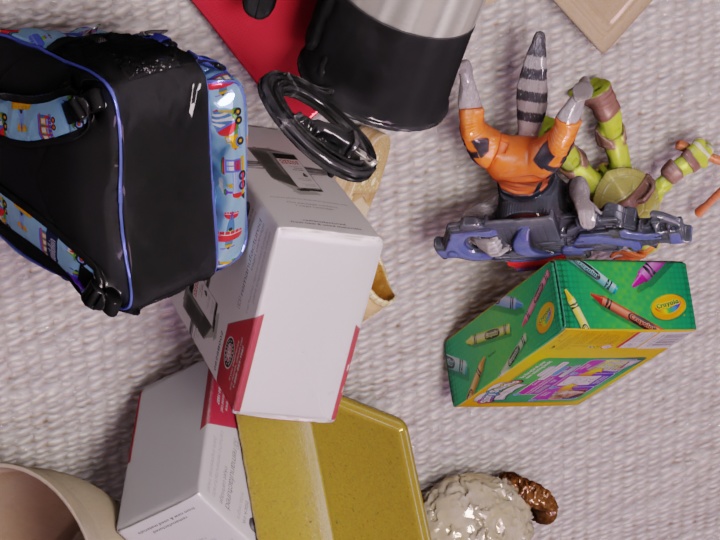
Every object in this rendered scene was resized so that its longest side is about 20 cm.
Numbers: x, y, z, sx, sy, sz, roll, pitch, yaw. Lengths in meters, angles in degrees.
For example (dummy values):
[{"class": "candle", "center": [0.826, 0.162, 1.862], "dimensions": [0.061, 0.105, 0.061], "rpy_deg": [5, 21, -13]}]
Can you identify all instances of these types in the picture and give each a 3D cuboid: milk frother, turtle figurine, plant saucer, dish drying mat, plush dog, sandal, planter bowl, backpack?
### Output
[{"class": "milk frother", "center": [0.020, -0.182, 1.556], "dimensions": [0.179, 0.201, 0.189], "rpy_deg": [5, 127, -23]}, {"class": "turtle figurine", "center": [0.194, -0.061, 1.810], "dimensions": [0.199, 0.065, 0.162], "rpy_deg": [-32, 116, 8]}, {"class": "plant saucer", "center": [-0.008, 0.172, 1.734], "dimensions": [0.048, 0.201, 0.199], "rpy_deg": [-26, 151, 28]}, {"class": "dish drying mat", "center": [-0.075, -0.196, 1.655], "dimensions": [0.077, 0.018, 0.200], "rpy_deg": [-40, 123, -2]}, {"class": "plush dog", "center": [0.092, 0.254, 1.890], "dimensions": [0.198, 0.160, 0.173], "rpy_deg": [-11, 95, -18]}, {"class": "sandal", "center": [-0.002, 0.001, 1.737], "dimensions": [0.078, 0.069, 0.213], "rpy_deg": [-17, 128, -65]}, {"class": "planter bowl", "center": [-0.228, 0.245, 1.718], "dimensions": [0.134, 0.200, 0.201], "rpy_deg": [4, 116, -55]}, {"class": "backpack", "center": [-0.185, -0.084, 1.568], "dimensions": [0.134, 0.199, 0.184], "rpy_deg": [-21, 121, -36]}]

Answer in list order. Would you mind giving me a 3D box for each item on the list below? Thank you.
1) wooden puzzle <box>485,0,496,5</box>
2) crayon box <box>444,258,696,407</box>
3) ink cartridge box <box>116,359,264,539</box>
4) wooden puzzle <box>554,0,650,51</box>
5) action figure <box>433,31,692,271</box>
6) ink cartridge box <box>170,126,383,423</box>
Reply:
[{"class": "wooden puzzle", "center": [0.070, -0.308, 1.653], "dimensions": [0.184, 0.037, 0.201], "rpy_deg": [19, 110, -35]}, {"class": "crayon box", "center": [0.161, 0.052, 1.786], "dimensions": [0.118, 0.200, 0.059], "rpy_deg": [1, 70, -24]}, {"class": "ink cartridge box", "center": [-0.086, 0.186, 1.734], "dimensions": [0.083, 0.146, 0.200], "rpy_deg": [-26, 127, 25]}, {"class": "wooden puzzle", "center": [0.198, -0.279, 1.696], "dimensions": [0.185, 0.037, 0.200], "rpy_deg": [-48, 142, 4]}, {"class": "action figure", "center": [0.154, -0.073, 1.723], "dimensions": [0.198, 0.105, 0.195], "rpy_deg": [2, 132, 13]}, {"class": "ink cartridge box", "center": [-0.067, -0.002, 1.646], "dimensions": [0.082, 0.200, 0.148], "rpy_deg": [6, 112, -23]}]
